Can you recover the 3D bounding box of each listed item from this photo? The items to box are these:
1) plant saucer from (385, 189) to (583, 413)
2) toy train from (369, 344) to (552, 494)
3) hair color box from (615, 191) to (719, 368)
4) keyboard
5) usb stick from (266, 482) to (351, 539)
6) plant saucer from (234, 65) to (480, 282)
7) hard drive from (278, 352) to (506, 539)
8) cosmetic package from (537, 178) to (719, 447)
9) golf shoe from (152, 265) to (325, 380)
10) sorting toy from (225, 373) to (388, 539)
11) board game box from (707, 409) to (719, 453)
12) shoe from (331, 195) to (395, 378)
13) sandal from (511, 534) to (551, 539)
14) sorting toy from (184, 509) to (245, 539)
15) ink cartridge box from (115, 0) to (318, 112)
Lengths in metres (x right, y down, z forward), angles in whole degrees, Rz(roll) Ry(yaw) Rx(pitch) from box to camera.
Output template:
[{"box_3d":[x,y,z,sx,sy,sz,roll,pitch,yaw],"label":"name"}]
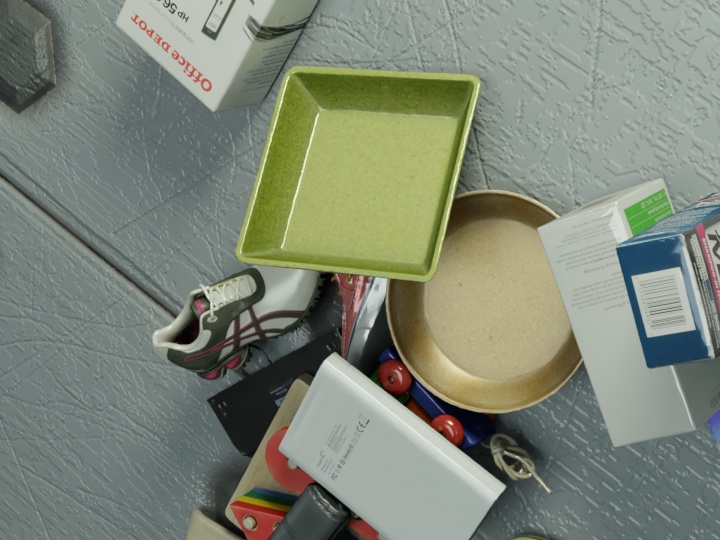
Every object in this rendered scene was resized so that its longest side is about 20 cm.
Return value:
[{"box_3d":[0.121,0.028,1.530,0.199,0.035,0.201,1,93,22],"label":"plant saucer"},{"box_3d":[0.075,0.171,1.591,0.200,0.085,0.116,47,121,13],"label":"toy train"},{"box_3d":[0.280,0.000,1.338,0.060,0.200,0.100,-11,98,35],"label":"hair color box"},{"box_3d":[-0.082,0.105,1.719,0.200,0.021,0.127,-29,92,35],"label":"keyboard"},{"box_3d":[-0.074,0.284,1.662,0.055,0.033,0.200,42,123,11],"label":"usb stick"},{"box_3d":[0.004,-0.083,1.538,0.199,0.048,0.200,6,71,25],"label":"plant saucer"},{"box_3d":[0.026,0.183,1.567,0.200,0.027,0.132,38,130,13],"label":"hard drive"},{"box_3d":[0.236,0.036,1.436,0.085,0.108,0.201,-19,94,35],"label":"cosmetic package"},{"box_3d":[-0.116,0.036,1.662,0.200,0.088,0.077,-43,53,23],"label":"golf shoe"},{"box_3d":[-0.036,0.243,1.687,0.199,0.070,0.200,37,122,15],"label":"sorting toy"},{"box_3d":[0.401,0.152,1.408,0.200,0.029,0.135,-21,92,36],"label":"board game box"},{"box_3d":[0.000,0.000,1.607,0.091,0.071,0.201,24,110,27],"label":"shoe"},{"box_3d":[0.211,0.306,1.560,0.200,0.057,0.080,14,111,30],"label":"sandal"},{"box_3d":[-0.129,0.379,1.819,0.200,0.036,0.186,29,118,24],"label":"sorting toy"},{"box_3d":[-0.123,-0.272,1.597,0.146,0.084,0.200,42,121,16],"label":"ink cartridge box"}]
